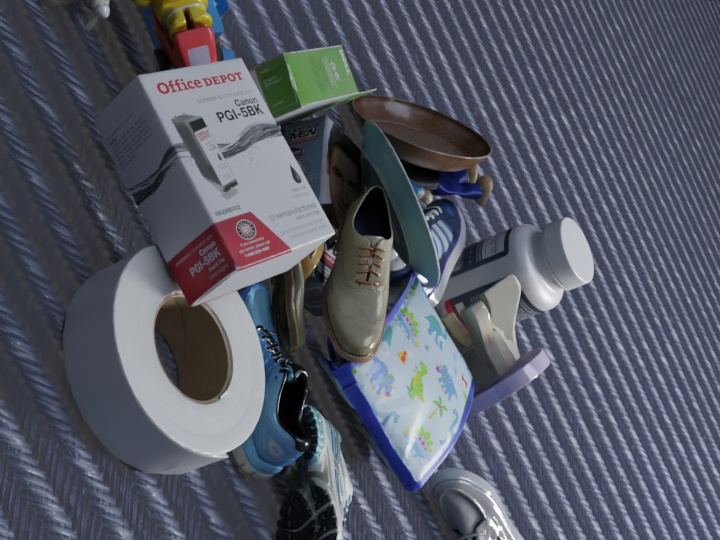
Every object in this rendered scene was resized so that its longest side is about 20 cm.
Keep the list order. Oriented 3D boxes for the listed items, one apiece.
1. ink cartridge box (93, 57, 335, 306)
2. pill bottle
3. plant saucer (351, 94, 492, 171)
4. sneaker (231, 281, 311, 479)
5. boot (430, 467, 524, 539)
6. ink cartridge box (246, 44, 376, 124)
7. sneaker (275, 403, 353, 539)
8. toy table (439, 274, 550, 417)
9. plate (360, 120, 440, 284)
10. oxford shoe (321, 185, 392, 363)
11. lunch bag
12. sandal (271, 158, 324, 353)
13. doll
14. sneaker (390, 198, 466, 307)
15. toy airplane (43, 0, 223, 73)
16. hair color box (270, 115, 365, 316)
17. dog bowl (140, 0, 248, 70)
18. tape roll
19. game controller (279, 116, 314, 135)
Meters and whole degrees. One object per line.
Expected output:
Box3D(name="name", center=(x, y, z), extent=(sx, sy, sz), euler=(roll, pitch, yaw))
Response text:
Box3D(name="ink cartridge box", center=(-0.135, -0.088, 1.178), extent=(0.146, 0.083, 0.202), euler=(-22, 81, -49))
Box3D(name="pill bottle", center=(0.205, 0.007, 1.682), extent=(0.119, 0.198, 0.121), euler=(34, 45, -42))
Box3D(name="plant saucer", center=(0.077, -0.178, 1.668), extent=(0.197, 0.037, 0.201), euler=(16, 22, -7))
Box3D(name="sneaker", center=(-0.086, 0.103, 1.270), extent=(0.078, 0.089, 0.203), euler=(15, 58, -53))
Box3D(name="boot", center=(0.147, 0.331, 1.508), extent=(0.201, 0.073, 0.096), euler=(50, 28, -29))
Box3D(name="ink cartridge box", center=(-0.071, -0.199, 1.375), extent=(0.200, 0.103, 0.060), euler=(-29, 99, -62))
Box3D(name="sneaker", center=(-0.036, 0.239, 1.280), extent=(0.086, 0.077, 0.203), euler=(31, 46, -49))
Box3D(name="toy table", center=(0.149, 0.103, 1.581), extent=(0.183, 0.200, 0.118), euler=(-33, 88, -25))
Box3D(name="plate", center=(0.038, -0.073, 1.430), extent=(0.200, 0.025, 0.203), euler=(155, -89, -82))
Box3D(name="oxford shoe", center=(0.000, 0.000, 1.337), extent=(0.070, 0.074, 0.203), euler=(8, 56, -11))
Box3D(name="lunch bag", center=(0.037, 0.128, 1.414), extent=(0.171, 0.126, 0.201), euler=(57, 22, -16))
Box3D(name="sandal", center=(-0.064, -0.016, 1.318), extent=(0.053, 0.080, 0.204), euler=(-3, 92, -17))
Box3D(name="doll", center=(0.072, -0.126, 1.658), extent=(0.197, 0.049, 0.137), euler=(5, 27, -32))
Box3D(name="sneaker", center=(0.063, -0.058, 1.615), extent=(0.147, 0.080, 0.202), euler=(52, 39, -32))
Box3D(name="toy airplane", center=(-0.191, -0.307, 1.256), extent=(0.197, 0.141, 0.202), euler=(29, 79, -8))
Box3D(name="hair color box", center=(-0.045, -0.062, 1.434), extent=(0.099, 0.060, 0.203), euler=(39, 47, -52))
Box3D(name="dog bowl", center=(-0.179, -0.244, 1.383), extent=(0.111, 0.049, 0.203), euler=(-20, 89, -59))
Box3D(name="tape roll", center=(-0.177, 0.082, 1.159), extent=(0.202, 0.070, 0.205), euler=(36, 43, -42))
Box3D(name="game controller", center=(-0.102, -0.150, 1.465), extent=(0.201, 0.041, 0.105), euler=(-65, 140, -50))
